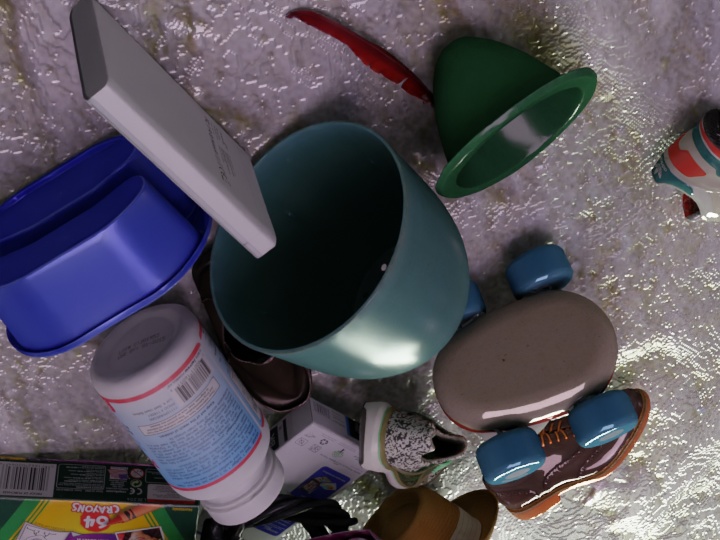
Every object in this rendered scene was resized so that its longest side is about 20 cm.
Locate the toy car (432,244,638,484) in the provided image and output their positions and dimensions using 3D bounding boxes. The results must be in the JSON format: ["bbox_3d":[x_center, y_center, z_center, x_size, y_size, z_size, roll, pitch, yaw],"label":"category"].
[{"bbox_3d":[0.159,0.108,1.411,0.175,0.186,0.200,-21,160,-1],"label":"toy car"}]

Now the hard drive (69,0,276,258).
[{"bbox_3d":[-0.144,-0.109,1.129,0.027,0.132,0.200,-35,130,12],"label":"hard drive"}]

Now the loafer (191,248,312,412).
[{"bbox_3d":[-0.097,0.069,1.328,0.072,0.072,0.201,-26,131,4],"label":"loafer"}]

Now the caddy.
[{"bbox_3d":[-0.215,-0.014,1.180,0.199,0.142,0.105,-30,126,8],"label":"caddy"}]

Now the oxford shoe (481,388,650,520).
[{"bbox_3d":[0.215,0.184,1.525,0.200,0.072,0.073,-42,123,17],"label":"oxford shoe"}]

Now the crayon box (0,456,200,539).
[{"bbox_3d":[-0.262,0.267,1.425,0.197,0.059,0.174,4,126,-9],"label":"crayon box"}]

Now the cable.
[{"bbox_3d":[-0.087,0.290,1.482,0.161,0.051,0.201,-1,130,-16],"label":"cable"}]

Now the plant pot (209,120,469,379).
[{"bbox_3d":[0.000,0.000,1.230,0.200,0.202,0.161,-41,139,16],"label":"plant pot"}]

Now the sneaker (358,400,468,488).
[{"bbox_3d":[0.066,0.176,1.414,0.088,0.078,0.200,6,171,23],"label":"sneaker"}]

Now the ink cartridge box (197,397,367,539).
[{"bbox_3d":[-0.079,0.209,1.458,0.099,0.039,0.200,30,122,-34],"label":"ink cartridge box"}]

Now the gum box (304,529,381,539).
[{"bbox_3d":[-0.039,0.312,1.389,0.198,0.067,0.114,-16,137,28],"label":"gum box"}]

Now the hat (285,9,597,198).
[{"bbox_3d":[0.081,-0.178,1.224,0.165,0.177,0.200,-39,167,12],"label":"hat"}]

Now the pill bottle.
[{"bbox_3d":[-0.150,0.135,1.323,0.108,0.109,0.201,-27,121,5],"label":"pill bottle"}]

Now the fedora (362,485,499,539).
[{"bbox_3d":[0.054,0.276,1.490,0.082,0.201,0.200,44,108,-9],"label":"fedora"}]

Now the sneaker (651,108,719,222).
[{"bbox_3d":[0.355,-0.076,1.372,0.199,0.071,0.093,26,134,-35],"label":"sneaker"}]
